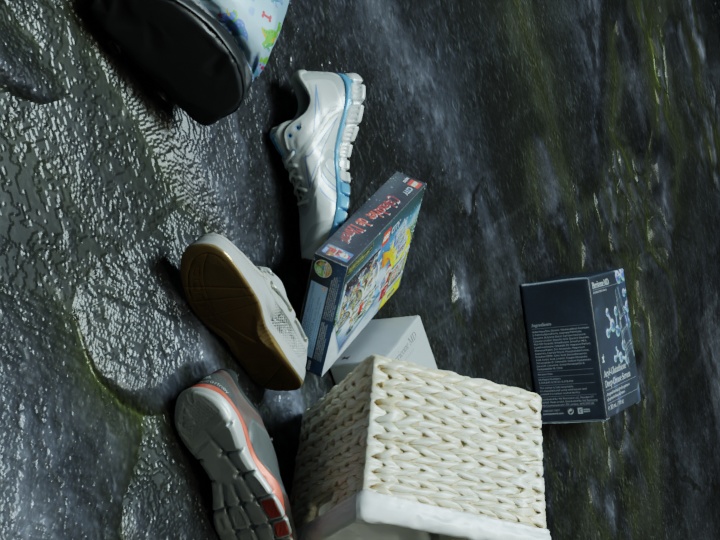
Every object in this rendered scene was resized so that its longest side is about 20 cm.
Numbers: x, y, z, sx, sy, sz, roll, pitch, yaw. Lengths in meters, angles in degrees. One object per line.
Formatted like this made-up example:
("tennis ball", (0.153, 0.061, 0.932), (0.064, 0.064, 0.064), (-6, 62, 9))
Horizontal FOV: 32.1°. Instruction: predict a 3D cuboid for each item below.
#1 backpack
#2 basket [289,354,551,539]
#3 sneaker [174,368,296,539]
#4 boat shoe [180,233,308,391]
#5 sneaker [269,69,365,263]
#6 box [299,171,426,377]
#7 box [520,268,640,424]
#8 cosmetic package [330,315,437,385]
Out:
("backpack", (-0.130, -0.262, 1.107), (0.163, 0.153, 0.201), (47, 33, -35))
("basket", (0.048, 0.198, 1.184), (0.199, 0.198, 0.162), (13, 62, -20))
("sneaker", (-0.095, 0.177, 1.123), (0.082, 0.077, 0.201), (-51, 128, -58))
("boat shoe", (-0.102, 0.028, 1.148), (0.201, 0.070, 0.070), (64, 34, -43))
("sneaker", (-0.055, -0.109, 1.268), (0.086, 0.075, 0.202), (10, 81, -24))
("box", (0.000, 0.000, 1.286), (0.200, 0.037, 0.137), (-47, 155, -53))
("box", (0.317, 0.106, 1.789), (0.148, 0.106, 0.202), (-11, 92, -58))
("cosmetic package", (0.047, 0.162, 1.362), (0.101, 0.071, 0.201), (-47, 123, -52))
